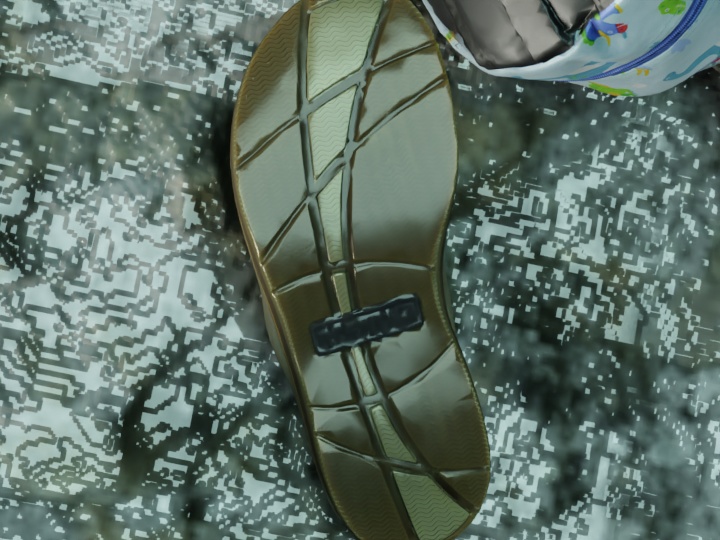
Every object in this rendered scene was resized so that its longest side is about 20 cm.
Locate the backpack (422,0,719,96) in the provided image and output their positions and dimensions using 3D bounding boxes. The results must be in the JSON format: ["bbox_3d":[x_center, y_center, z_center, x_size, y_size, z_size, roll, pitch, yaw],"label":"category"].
[{"bbox_3d":[0.073,-0.159,0.810,0.153,0.163,0.201,20,48,-40],"label":"backpack"}]

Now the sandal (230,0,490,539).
[{"bbox_3d":[0.000,0.000,0.835,0.080,0.054,0.201,-12,98,-6],"label":"sandal"}]

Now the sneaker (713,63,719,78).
[{"bbox_3d":[0.149,-0.092,0.875,0.082,0.077,0.201,-3,80,16],"label":"sneaker"}]
